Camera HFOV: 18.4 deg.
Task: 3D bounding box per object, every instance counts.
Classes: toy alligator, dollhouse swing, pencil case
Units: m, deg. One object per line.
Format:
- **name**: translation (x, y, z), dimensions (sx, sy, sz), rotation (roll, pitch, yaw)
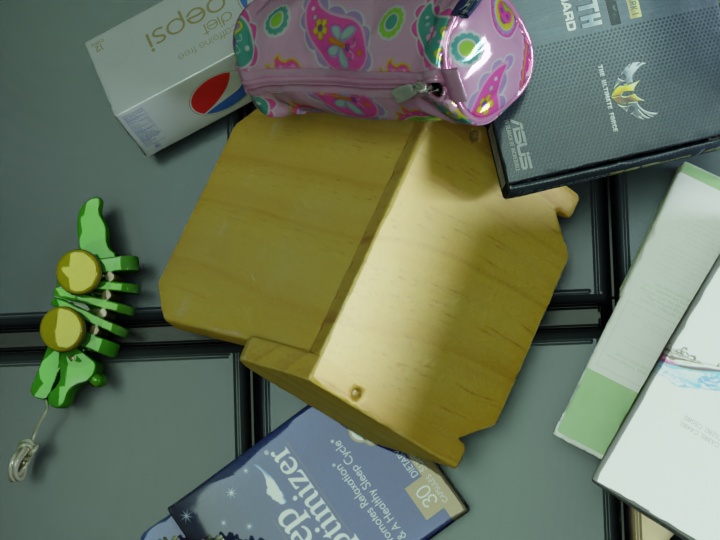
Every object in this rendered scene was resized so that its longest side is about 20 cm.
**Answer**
- **toy alligator**: translation (-0.187, 0.052, 1.503), dimensions (0.054, 0.059, 0.202), rotation (14, 86, 8)
- **dollhouse swing**: translation (0.000, 0.000, 1.476), dimensions (0.181, 0.175, 0.201), rotation (32, 74, -29)
- **pencil case**: translation (0.010, -0.133, 1.372), dimensions (0.199, 0.087, 0.088), rotation (8, 84, 44)

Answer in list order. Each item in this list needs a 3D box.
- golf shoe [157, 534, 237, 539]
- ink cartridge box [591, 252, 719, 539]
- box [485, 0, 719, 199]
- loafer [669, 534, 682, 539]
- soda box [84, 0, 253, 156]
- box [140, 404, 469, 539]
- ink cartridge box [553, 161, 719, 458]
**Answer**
- **golf shoe**: translation (-0.139, 0.229, 1.467), dimensions (0.198, 0.075, 0.092), rotation (-9, 107, 23)
- **ink cartridge box**: translation (0.251, 0.080, 1.359), dimensions (0.145, 0.147, 0.201), rotation (30, 88, 8)
- **box**: translation (0.144, -0.159, 1.398), dimensions (0.156, 0.051, 0.202), rotation (-12, 84, -2)
- **loafer**: translation (0.275, 0.239, 1.425), dimensions (0.200, 0.070, 0.068), rotation (43, 90, 9)
- **soda box**: translation (-0.080, -0.161, 1.501), dimensions (0.199, 0.064, 0.068), rotation (-27, 62, 3)
- **box**: translation (-0.041, 0.170, 1.490), dimensions (0.199, 0.032, 0.121), rotation (-37, 82, 3)
- **ink cartridge box**: translation (0.233, 0.049, 1.460), dimensions (0.145, 0.048, 0.201), rotation (26, 90, 9)
